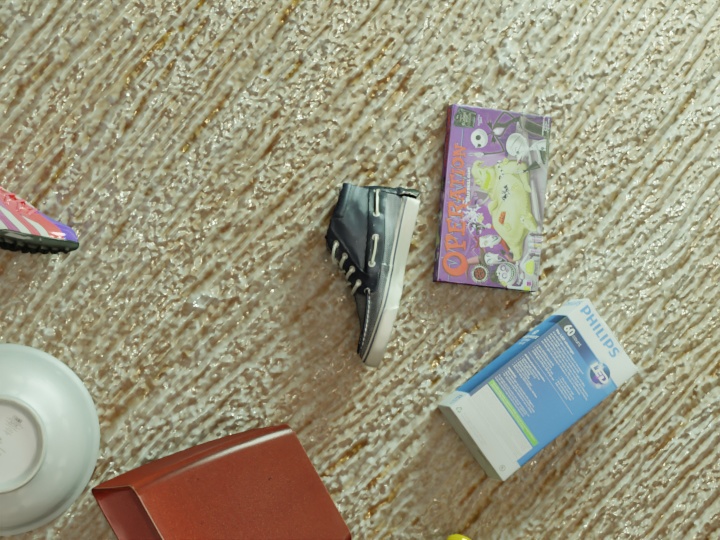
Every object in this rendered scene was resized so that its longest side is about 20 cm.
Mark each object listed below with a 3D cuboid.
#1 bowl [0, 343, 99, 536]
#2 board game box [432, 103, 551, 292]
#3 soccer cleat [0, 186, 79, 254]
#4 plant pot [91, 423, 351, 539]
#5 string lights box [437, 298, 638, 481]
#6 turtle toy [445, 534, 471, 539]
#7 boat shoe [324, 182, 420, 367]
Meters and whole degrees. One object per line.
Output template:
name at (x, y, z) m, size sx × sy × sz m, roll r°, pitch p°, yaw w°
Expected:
bowl at (-0.364, 0.173, 1.351) m, size 0.200 × 0.090 × 0.202 m, roll 1°, pitch 87°, yaw -12°
board game box at (0.148, -0.081, 1.507) m, size 0.120 × 0.032 × 0.201 m, roll 5°, pitch 86°, yaw -7°
soccer cleat at (-0.384, -0.065, 1.375) m, size 0.199 × 0.068 × 0.073 m, roll 13°, pitch 80°, yaw -8°
plant pot at (-0.130, 0.259, 1.353) m, size 0.176 × 0.200 × 0.200 m, roll -30°, pitch 93°, yaw -25°
string lights box at (0.197, 0.130, 1.487) m, size 0.200 × 0.059 × 0.103 m, roll -36°, pitch 95°, yaw -12°
turtle toy at (0.113, 0.387, 1.431) m, size 0.200 × 0.101 × 0.146 m, roll 38°, pitch 57°, yaw -10°
boat shoe at (0.000, 0.000, 1.454) m, size 0.092 × 0.075 × 0.201 m, roll 13°, pitch 76°, yaw -4°
